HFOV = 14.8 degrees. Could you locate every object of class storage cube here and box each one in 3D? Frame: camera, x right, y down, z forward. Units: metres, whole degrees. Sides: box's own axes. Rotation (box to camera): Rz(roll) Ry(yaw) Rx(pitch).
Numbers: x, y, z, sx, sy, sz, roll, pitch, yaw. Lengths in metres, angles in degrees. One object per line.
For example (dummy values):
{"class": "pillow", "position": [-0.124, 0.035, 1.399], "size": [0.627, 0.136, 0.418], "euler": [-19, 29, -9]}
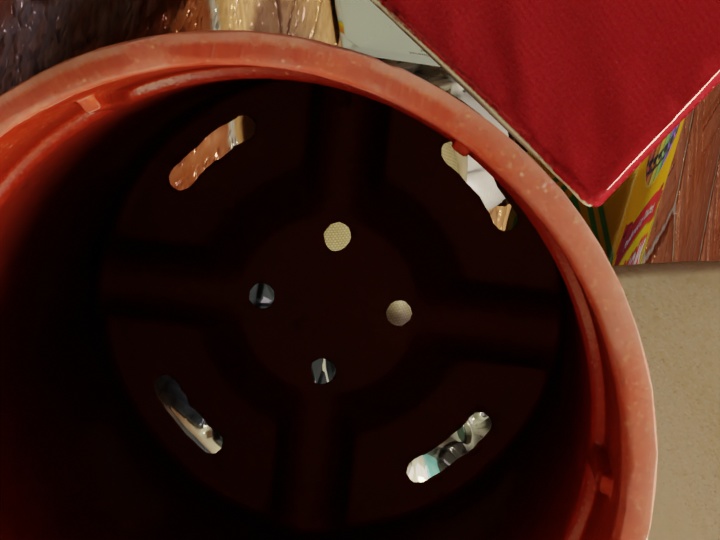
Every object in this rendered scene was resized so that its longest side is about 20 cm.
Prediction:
{"class": "storage cube", "position": [0.071, -0.143, 0.817], "size": [0.180, 0.171, 0.200], "euler": [-47, -179, 6]}

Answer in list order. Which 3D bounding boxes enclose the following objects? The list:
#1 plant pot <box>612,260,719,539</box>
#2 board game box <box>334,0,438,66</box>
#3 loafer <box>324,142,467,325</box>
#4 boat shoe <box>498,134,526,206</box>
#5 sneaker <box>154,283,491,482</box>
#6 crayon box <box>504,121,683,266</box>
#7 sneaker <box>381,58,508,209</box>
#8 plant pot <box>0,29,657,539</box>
{"class": "plant pot", "position": [0.142, 0.107, 1.107], "size": [0.200, 0.177, 0.200], "euler": [60, -24, 24]}
{"class": "board game box", "position": [0.063, -0.186, 1.094], "size": [0.103, 0.105, 0.200], "euler": [80, 23, -54]}
{"class": "loafer", "position": [0.000, 0.000, 1.027], "size": [0.200, 0.076, 0.067], "euler": [82, 16, -53]}
{"class": "boat shoe", "position": [0.092, -0.069, 1.384], "size": [0.200, 0.068, 0.072], "euler": [-53, 148, -66]}
{"class": "sneaker", "position": [-0.026, 0.060, 0.962], "size": [0.200, 0.086, 0.078], "euler": [23, 55, -54]}
{"class": "crayon box", "position": [0.103, -0.040, 1.218], "size": [0.127, 0.051, 0.200], "euler": [-45, 151, -66]}
{"class": "sneaker", "position": [0.028, -0.083, 1.135], "size": [0.200, 0.075, 0.089], "euler": [-68, 152, -65]}
{"class": "plant pot", "position": [-0.020, 0.025, 0.747], "size": [0.195, 0.201, 0.201], "euler": [-59, 157, -77]}
